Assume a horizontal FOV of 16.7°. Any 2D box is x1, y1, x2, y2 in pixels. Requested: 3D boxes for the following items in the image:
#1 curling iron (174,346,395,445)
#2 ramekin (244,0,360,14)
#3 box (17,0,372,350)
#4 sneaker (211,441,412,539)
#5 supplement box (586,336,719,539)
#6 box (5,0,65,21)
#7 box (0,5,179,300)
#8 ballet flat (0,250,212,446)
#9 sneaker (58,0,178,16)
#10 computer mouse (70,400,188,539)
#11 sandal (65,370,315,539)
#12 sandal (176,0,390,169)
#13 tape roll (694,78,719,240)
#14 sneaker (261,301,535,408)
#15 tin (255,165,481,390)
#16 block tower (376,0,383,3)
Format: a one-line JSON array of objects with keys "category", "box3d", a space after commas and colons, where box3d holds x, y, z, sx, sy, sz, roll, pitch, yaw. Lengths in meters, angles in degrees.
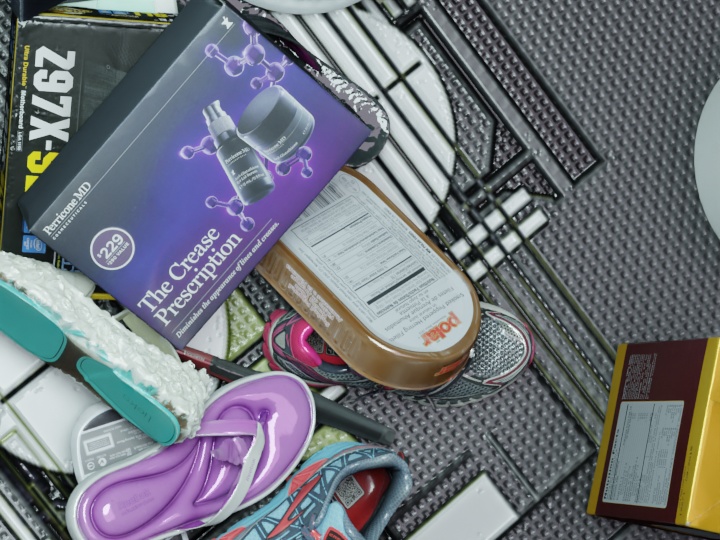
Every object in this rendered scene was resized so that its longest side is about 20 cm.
[{"category": "curling iron", "box3d": [-0.067, 0.094, 1.767, 0.199, 0.026, 0.050, 15, 108, -19]}, {"category": "ramekin", "box3d": [-0.036, -0.291, 1.745, 0.200, 0.098, 0.201, 3, 81, -17]}, {"category": "box", "box3d": [-0.113, -0.070, 1.655, 0.141, 0.079, 0.200, 39, 95, -19]}, {"category": "sneaker", "box3d": [-0.039, 0.190, 1.713, 0.079, 0.095, 0.200, 48, 64, -16]}, {"category": "supplement box", "box3d": [0.298, 0.135, 1.772, 0.197, 0.200, 0.133, 13, 84, -14]}, {"category": "box", "box3d": [-0.224, -0.304, 1.589, 0.117, 0.197, 0.200, -29, 74, -18]}, {"category": "box", "box3d": [-0.169, -0.081, 1.703, 0.159, 0.049, 0.201, 4, 106, -13]}, {"category": "ballet flat", "box3d": [-0.186, 0.043, 1.679, 0.200, 0.072, 0.072, 39, 78, -6]}, {"category": "sneaker", "box3d": [-0.205, -0.257, 1.722, 0.118, 0.074, 0.201, -12, 84, -6]}, {"category": "computer mouse", "box3d": [-0.156, 0.188, 1.727, 0.109, 0.044, 0.201, -15, 92, -24]}, {"category": "sandal", "box3d": [-0.108, 0.141, 1.701, 0.202, 0.050, 0.083, -32, 99, -22]}, {"category": "sandal", "box3d": [-0.063, -0.147, 1.765, 0.200, 0.048, 0.076, 30, 78, -10]}, {"category": "tape roll", "box3d": [0.368, -0.087, 1.834, 0.202, 0.139, 0.204, 1, 88, -15]}, {"category": "sneaker", "box3d": [0.032, 0.060, 1.769, 0.199, 0.075, 0.081, 0, 88, -16]}, {"category": "tin", "box3d": [0.000, 0.000, 1.733, 0.112, 0.042, 0.200, -33, 69, -34]}, {"category": "block tower", "box3d": [-0.024, -0.282, 1.667, 0.058, 0.054, 0.200, -43, 96, -20]}]
